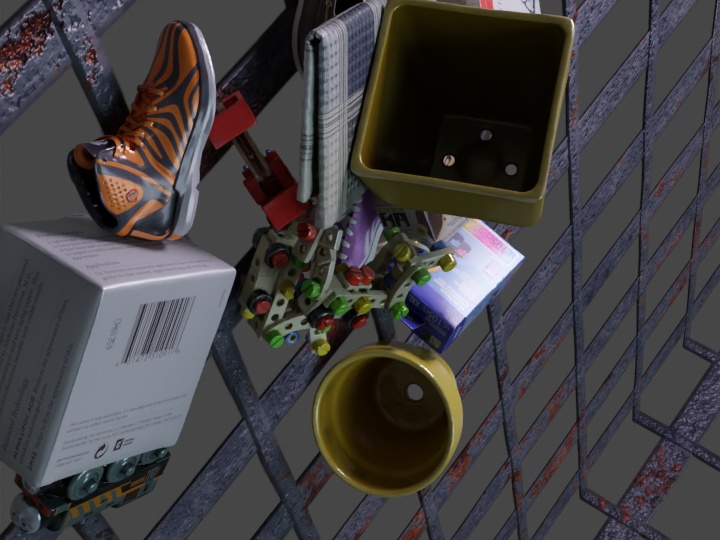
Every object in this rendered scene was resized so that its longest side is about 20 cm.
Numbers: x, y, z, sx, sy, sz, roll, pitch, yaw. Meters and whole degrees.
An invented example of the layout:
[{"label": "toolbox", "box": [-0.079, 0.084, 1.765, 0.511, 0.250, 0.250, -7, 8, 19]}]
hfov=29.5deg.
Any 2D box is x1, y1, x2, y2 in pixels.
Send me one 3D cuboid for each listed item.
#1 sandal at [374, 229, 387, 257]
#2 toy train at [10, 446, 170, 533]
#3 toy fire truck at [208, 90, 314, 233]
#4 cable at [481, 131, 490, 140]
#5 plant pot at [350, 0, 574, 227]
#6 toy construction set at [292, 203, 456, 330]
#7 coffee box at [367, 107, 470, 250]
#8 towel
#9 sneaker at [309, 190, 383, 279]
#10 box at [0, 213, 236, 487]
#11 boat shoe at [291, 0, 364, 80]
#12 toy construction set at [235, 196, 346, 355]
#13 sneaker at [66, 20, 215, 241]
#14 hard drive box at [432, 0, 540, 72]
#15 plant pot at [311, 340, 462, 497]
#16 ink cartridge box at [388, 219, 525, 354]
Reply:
[{"label": "sandal", "box": [0.041, -0.056, 1.749, 0.199, 0.080, 0.055, -16, 108, -51]}, {"label": "toy train", "box": [-0.274, 0.205, 1.413, 0.199, 0.085, 0.115, -22, 144, -53]}, {"label": "toy fire truck", "box": [-0.105, -0.110, 1.377, 0.049, 0.142, 0.200, -33, -169, 0]}, {"label": "cable", "box": [0.157, -0.219, 1.845, 0.097, 0.050, 0.202, 30, 76, -48]}, {"label": "plant pot", "box": [0.115, -0.144, 1.435, 0.200, 0.194, 0.196, 61, 40, -71]}, {"label": "toy construction set", "box": [0.000, 0.000, 1.490, 0.199, 0.093, 0.131, 17, 129, -41]}, {"label": "coffee box", "box": [0.060, -0.138, 1.577, 0.113, 0.079, 0.201, -41, 118, -36]}, {"label": "towel", "box": [-0.016, -0.160, 1.364, 0.193, 0.034, 0.202, -47, 141, -61]}, {"label": "sneaker", "box": [-0.019, -0.070, 1.626, 0.202, 0.072, 0.114, -63, 149, -13]}, {"label": "box", "box": [-0.246, 0.065, 1.258, 0.198, 0.130, 0.201, -9, 125, -59]}, {"label": "boat shoe", "box": [-0.025, -0.271, 1.407, 0.072, 0.059, 0.201, -37, 146, -41]}, {"label": "toy construction set", "box": [-0.073, 0.003, 1.559, 0.130, 0.092, 0.202, 2, 108, -35]}, {"label": "sneaker", "box": [-0.196, -0.126, 1.219, 0.111, 0.077, 0.202, 3, 95, -38]}, {"label": "hard drive box", "box": [0.142, -0.298, 1.590, 0.200, 0.076, 0.157, 0, 81, -62]}, {"label": "plant pot", "box": [0.054, 0.186, 1.883, 0.202, 0.199, 0.189, -69, 168, 16]}, {"label": "ink cartridge box", "box": [0.106, 0.015, 1.837, 0.200, 0.136, 0.077, -43, 166, -31]}]
